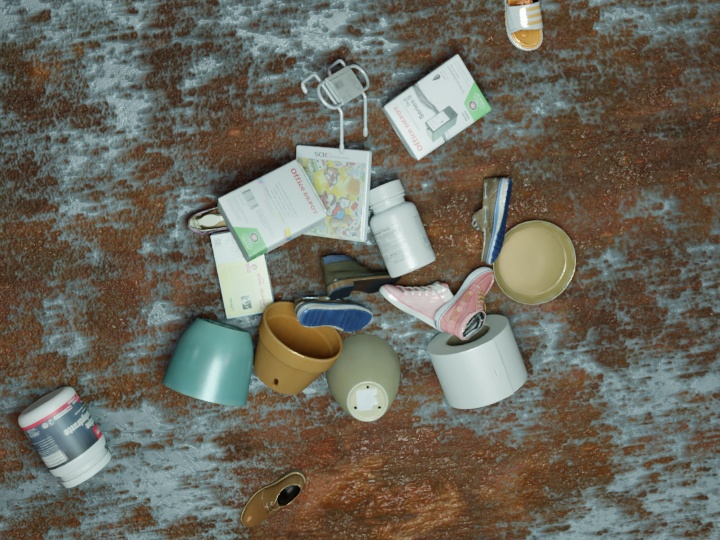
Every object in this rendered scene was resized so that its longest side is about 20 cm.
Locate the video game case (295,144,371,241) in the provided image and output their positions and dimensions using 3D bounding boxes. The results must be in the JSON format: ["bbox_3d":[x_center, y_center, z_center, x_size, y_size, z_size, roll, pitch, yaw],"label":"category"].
[{"bbox_3d":[-0.066,-0.175,1.701,0.180,0.023,0.203,8,103,22],"label":"video game case"}]

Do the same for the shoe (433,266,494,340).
[{"bbox_3d":[0.265,0.077,1.737,0.200,0.091,0.072,-43,133,-21],"label":"shoe"}]

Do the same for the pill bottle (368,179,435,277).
[{"bbox_3d":[0.084,-0.096,1.711,0.113,0.114,0.202,-22,91,2],"label":"pill bottle"}]

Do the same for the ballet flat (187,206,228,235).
[{"bbox_3d":[-0.299,-0.125,1.712,0.198,0.071,0.070,-16,99,0],"label":"ballet flat"}]

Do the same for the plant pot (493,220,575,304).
[{"bbox_3d":[0.411,-0.020,1.792,0.197,0.028,0.203,0,102,-2],"label":"plant pot"}]

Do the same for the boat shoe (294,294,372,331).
[{"bbox_3d":[-0.063,0.089,1.751,0.198,0.073,0.073,10,119,-35],"label":"boat shoe"}]

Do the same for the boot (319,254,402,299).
[{"bbox_3d":[0.000,0.000,1.748,0.198,0.075,0.098,-9,62,-32],"label":"boot"}]

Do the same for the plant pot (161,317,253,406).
[{"bbox_3d":[-0.334,0.201,1.720,0.198,0.201,0.163,17,88,-6],"label":"plant pot"}]

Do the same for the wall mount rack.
[{"bbox_3d":[-0.039,-0.362,1.644,0.074,0.200,0.175,-27,101,40],"label":"wall mount rack"}]

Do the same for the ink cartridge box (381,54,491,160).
[{"bbox_3d":[0.167,-0.360,1.680,0.199,0.084,0.147,-34,101,5],"label":"ink cartridge box"}]

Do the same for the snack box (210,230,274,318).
[{"bbox_3d":[-0.272,0.004,1.757,0.115,0.037,0.203,-9,102,-1],"label":"snack box"}]

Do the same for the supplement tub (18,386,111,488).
[{"bbox_3d":[-0.688,0.388,1.763,0.139,0.140,0.201,-28,102,3],"label":"supplement tub"}]

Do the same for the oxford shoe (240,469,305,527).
[{"bbox_3d":[-0.221,0.572,1.861,0.200,0.071,0.071,-41,102,7],"label":"oxford shoe"}]

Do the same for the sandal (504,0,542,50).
[{"bbox_3d":[0.353,-0.588,1.655,0.078,0.059,0.209,-15,102,1],"label":"sandal"}]

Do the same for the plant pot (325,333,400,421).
[{"bbox_3d":[0.009,0.266,1.743,0.185,0.200,0.190,0,102,-2],"label":"plant pot"}]

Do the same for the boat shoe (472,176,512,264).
[{"bbox_3d":[0.299,-0.116,1.745,0.072,0.072,0.203,10,86,24],"label":"boat shoe"}]

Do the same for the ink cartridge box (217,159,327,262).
[{"bbox_3d":[-0.193,-0.130,1.650,0.199,0.087,0.146,-29,88,-14],"label":"ink cartridge box"}]

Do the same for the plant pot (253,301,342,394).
[{"bbox_3d":[-0.159,0.188,1.733,0.199,0.201,0.141,28,116,-8],"label":"plant pot"}]

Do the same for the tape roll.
[{"bbox_3d":[0.270,0.209,1.744,0.201,0.203,0.140,-22,103,2],"label":"tape roll"}]

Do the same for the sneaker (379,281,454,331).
[{"bbox_3d":[0.143,0.056,1.764,0.199,0.075,0.105,29,99,-22],"label":"sneaker"}]
